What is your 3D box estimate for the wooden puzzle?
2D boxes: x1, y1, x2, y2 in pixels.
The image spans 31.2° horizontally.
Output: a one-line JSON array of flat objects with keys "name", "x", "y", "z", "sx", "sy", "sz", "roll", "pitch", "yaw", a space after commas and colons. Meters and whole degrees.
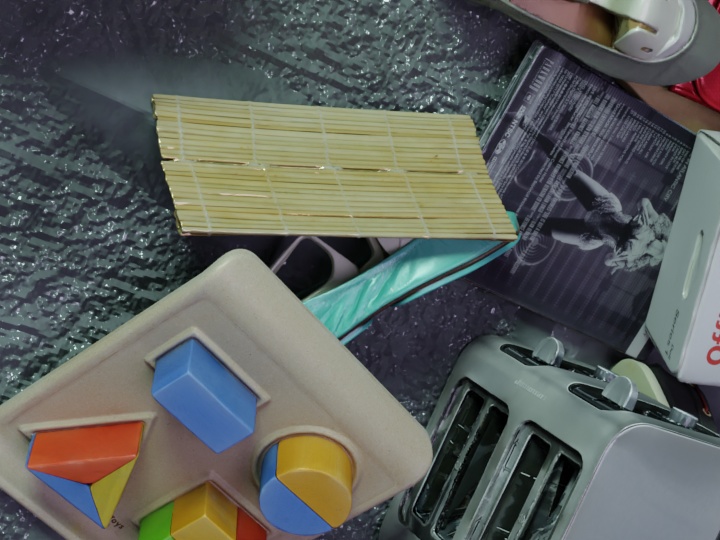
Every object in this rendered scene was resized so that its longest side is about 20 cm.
[{"name": "wooden puzzle", "x": -0.085, "y": 0.106, "z": 0.708, "sx": 0.199, "sy": 0.046, "sz": 0.185, "roll": -34, "pitch": 120, "yaw": 16}]

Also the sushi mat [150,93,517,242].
[{"name": "sushi mat", "x": -0.014, "y": -0.055, "z": 0.708, "sx": 0.198, "sy": 0.096, "sz": 0.012, "roll": 1, "pitch": 145, "yaw": -23}]

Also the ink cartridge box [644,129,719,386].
[{"name": "ink cartridge box", "x": 0.297, "y": 0.001, "z": 0.815, "sx": 0.198, "sy": 0.084, "sz": 0.148, "roll": 8, "pitch": 111, "yaw": -8}]

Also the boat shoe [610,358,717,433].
[{"name": "boat shoe", "x": 0.210, "y": 0.146, "z": 0.824, "sx": 0.063, "sy": 0.203, "sz": 0.074, "roll": 17, "pitch": 131, "yaw": -23}]

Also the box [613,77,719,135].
[{"name": "box", "x": 0.234, "y": -0.166, "z": 0.832, "sx": 0.200, "sy": 0.021, "sz": 0.164, "roll": 38, "pitch": 87, "yaw": -30}]

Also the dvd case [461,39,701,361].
[{"name": "dvd case", "x": 0.149, "y": -0.038, "z": 0.822, "sx": 0.199, "sy": 0.016, "sz": 0.150, "roll": 23, "pitch": 103, "yaw": -28}]

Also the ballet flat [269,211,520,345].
[{"name": "ballet flat", "x": 0.000, "y": 0.000, "z": 0.740, "sx": 0.199, "sy": 0.067, "sz": 0.071, "roll": -32, "pitch": 99, "yaw": -8}]

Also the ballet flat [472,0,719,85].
[{"name": "ballet flat", "x": 0.136, "y": -0.155, "z": 0.742, "sx": 0.198, "sy": 0.064, "sz": 0.068, "roll": 18, "pitch": 94, "yaw": -16}]

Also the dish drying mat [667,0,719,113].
[{"name": "dish drying mat", "x": 0.259, "y": -0.197, "z": 0.811, "sx": 0.076, "sy": 0.018, "sz": 0.202, "roll": 17, "pitch": 97, "yaw": -30}]

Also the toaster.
[{"name": "toaster", "x": 0.116, "y": 0.152, "z": 0.785, "sx": 0.118, "sy": 0.181, "sz": 0.202, "roll": 23, "pitch": 94, "yaw": -26}]
